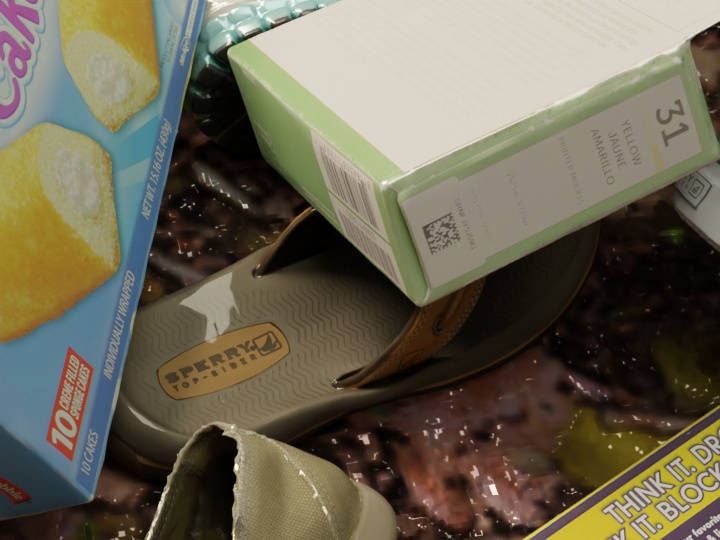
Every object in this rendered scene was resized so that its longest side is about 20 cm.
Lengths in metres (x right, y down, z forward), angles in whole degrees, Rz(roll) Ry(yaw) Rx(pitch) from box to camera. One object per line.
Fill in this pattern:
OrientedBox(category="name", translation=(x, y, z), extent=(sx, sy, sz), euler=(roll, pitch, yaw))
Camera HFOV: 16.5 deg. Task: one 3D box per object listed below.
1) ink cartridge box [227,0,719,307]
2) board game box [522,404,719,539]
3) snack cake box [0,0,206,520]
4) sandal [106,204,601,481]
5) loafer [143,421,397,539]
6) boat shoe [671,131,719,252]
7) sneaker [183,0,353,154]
OrientedBox(category="ink cartridge box", translation=(0.073, -0.073, 0.767), extent=(0.200, 0.048, 0.146), euler=(-25, 27, -11))
OrientedBox(category="board game box", translation=(0.120, 0.131, 0.712), extent=(0.200, 0.057, 0.165), euler=(-29, 61, -31))
OrientedBox(category="snack cake box", translation=(-0.119, -0.037, 0.741), extent=(0.067, 0.115, 0.200), euler=(-14, 49, 29))
OrientedBox(category="sandal", translation=(0.000, 0.000, 0.790), extent=(0.200, 0.055, 0.082), euler=(-22, 60, -27))
OrientedBox(category="loafer", translation=(-0.055, 0.117, 0.664), extent=(0.068, 0.076, 0.200), euler=(43, 40, -14))
OrientedBox(category="boat shoe", translation=(0.191, 0.012, 0.780), extent=(0.200, 0.062, 0.072), euler=(34, 16, -11))
OrientedBox(category="sneaker", translation=(0.016, -0.114, 0.873), extent=(0.200, 0.078, 0.086), euler=(-16, 54, -24))
